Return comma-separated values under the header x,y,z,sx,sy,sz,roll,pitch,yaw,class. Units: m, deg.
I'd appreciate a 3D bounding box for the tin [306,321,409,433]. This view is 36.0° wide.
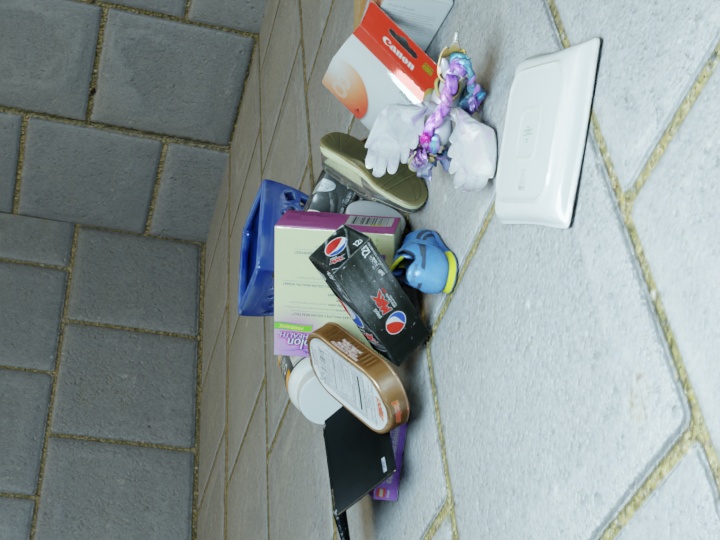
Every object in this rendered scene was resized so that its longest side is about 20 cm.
x,y,z,sx,sy,sz,roll,pitch,yaw,class
-0.007,0.149,1.530,0.200,0.042,0.113,34,145,44,tin

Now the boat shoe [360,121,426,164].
x,y,z,sx,sy,sz,roll,pitch,yaw,class
0.038,-0.193,1.727,0.200,0.059,0.072,-25,38,56,boat shoe

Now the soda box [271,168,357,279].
x,y,z,sx,sy,sz,roll,pitch,yaw,class
-0.071,-0.063,1.776,0.201,0.063,0.071,-65,10,-1,soda box

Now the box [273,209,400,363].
x,y,z,sx,sy,sz,roll,pitch,yaw,class
-0.034,0.023,1.633,0.097,0.175,0.202,-65,-22,-71,box

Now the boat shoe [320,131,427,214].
x,y,z,sx,sy,sz,roll,pitch,yaw,class
0.018,-0.140,1.687,0.072,0.200,0.066,-38,-29,-34,boat shoe

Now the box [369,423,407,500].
x,y,z,sx,sy,sz,roll,pitch,yaw,class
0.020,0.254,1.664,0.200,0.039,0.138,-172,90,-75,box

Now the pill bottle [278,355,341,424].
x,y,z,sx,sy,sz,roll,pitch,yaw,class
-0.076,0.183,1.927,0.200,0.116,0.117,-123,44,-69,pill bottle

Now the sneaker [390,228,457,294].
x,y,z,sx,sy,sz,roll,pitch,yaw,class
0.073,-0.019,1.541,0.200,0.078,0.066,-125,43,-71,sneaker

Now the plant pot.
x,y,z,sx,sy,sz,roll,pitch,yaw,class
-0.128,-0.031,2.122,0.200,0.178,0.201,121,152,-57,plant pot

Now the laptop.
x,y,z,sx,sy,sz,roll,pitch,yaw,class
0.005,0.294,1.602,0.178,0.103,0.201,-100,-2,-50,laptop

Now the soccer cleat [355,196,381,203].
x,y,z,sx,sy,sz,roll,pitch,yaw,class
-0.013,-0.056,1.806,0.201,0.068,0.085,-58,-8,4,soccer cleat

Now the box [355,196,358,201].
x,y,z,sx,sy,sz,roll,pitch,yaw,class
-0.012,-0.053,1.944,0.161,0.049,0.202,143,132,-72,box

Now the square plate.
x,y,z,sx,sy,sz,roll,pitch,yaw,class
0.197,-0.149,1.227,0.200,0.028,0.200,-163,82,-76,square plate

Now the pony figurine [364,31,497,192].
x,y,z,sx,sy,sz,roll,pitch,yaw,class
0.100,-0.189,1.437,0.200,0.165,0.194,92,-169,-79,pony figurine

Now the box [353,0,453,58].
x,y,z,sx,sy,sz,roll,pitch,yaw,class
0.064,-0.433,1.750,0.200,0.106,0.153,125,150,-61,box

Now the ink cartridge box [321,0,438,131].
x,y,z,sx,sy,sz,roll,pitch,yaw,class
0.031,-0.298,1.723,0.050,0.162,0.200,-42,-6,-25,ink cartridge box

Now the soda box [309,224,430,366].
x,y,z,sx,sy,sz,roll,pitch,yaw,class
0.015,0.035,1.480,0.071,0.200,0.063,-43,39,-12,soda box

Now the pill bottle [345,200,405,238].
x,y,z,sx,sy,sz,roll,pitch,yaw,class
0.000,0.000,1.739,0.114,0.113,0.201,-105,28,-57,pill bottle
